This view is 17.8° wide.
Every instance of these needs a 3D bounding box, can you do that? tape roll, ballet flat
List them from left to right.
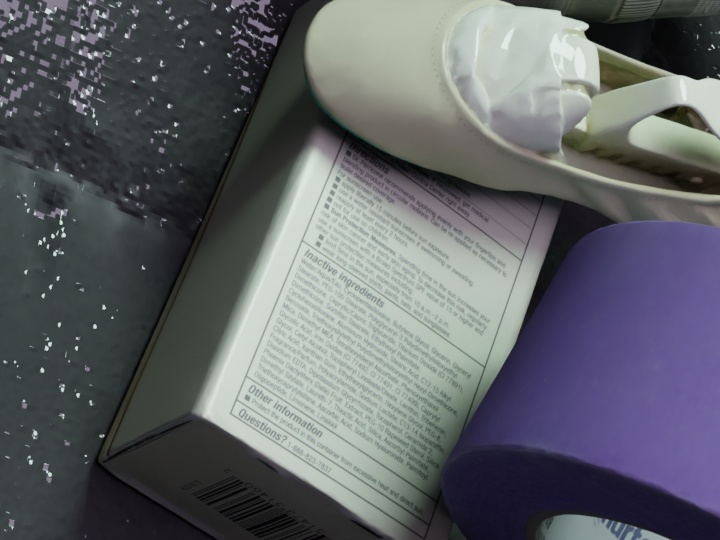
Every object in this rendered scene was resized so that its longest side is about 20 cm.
[{"bbox_3d":[0.076,-0.057,0.782,0.199,0.069,0.070,17,64,-31],"label":"ballet flat"},{"bbox_3d":[0.130,0.078,0.706,0.200,0.200,0.085,40,69,-17],"label":"tape roll"}]

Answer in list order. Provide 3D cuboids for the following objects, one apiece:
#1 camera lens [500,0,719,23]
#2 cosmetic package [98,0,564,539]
[{"bbox_3d":[0.134,-0.174,0.831,0.198,0.160,0.161,-5,74,-5],"label":"camera lens"},{"bbox_3d":[0.000,0.000,0.794,0.103,0.073,0.201,35,56,-20],"label":"cosmetic package"}]
